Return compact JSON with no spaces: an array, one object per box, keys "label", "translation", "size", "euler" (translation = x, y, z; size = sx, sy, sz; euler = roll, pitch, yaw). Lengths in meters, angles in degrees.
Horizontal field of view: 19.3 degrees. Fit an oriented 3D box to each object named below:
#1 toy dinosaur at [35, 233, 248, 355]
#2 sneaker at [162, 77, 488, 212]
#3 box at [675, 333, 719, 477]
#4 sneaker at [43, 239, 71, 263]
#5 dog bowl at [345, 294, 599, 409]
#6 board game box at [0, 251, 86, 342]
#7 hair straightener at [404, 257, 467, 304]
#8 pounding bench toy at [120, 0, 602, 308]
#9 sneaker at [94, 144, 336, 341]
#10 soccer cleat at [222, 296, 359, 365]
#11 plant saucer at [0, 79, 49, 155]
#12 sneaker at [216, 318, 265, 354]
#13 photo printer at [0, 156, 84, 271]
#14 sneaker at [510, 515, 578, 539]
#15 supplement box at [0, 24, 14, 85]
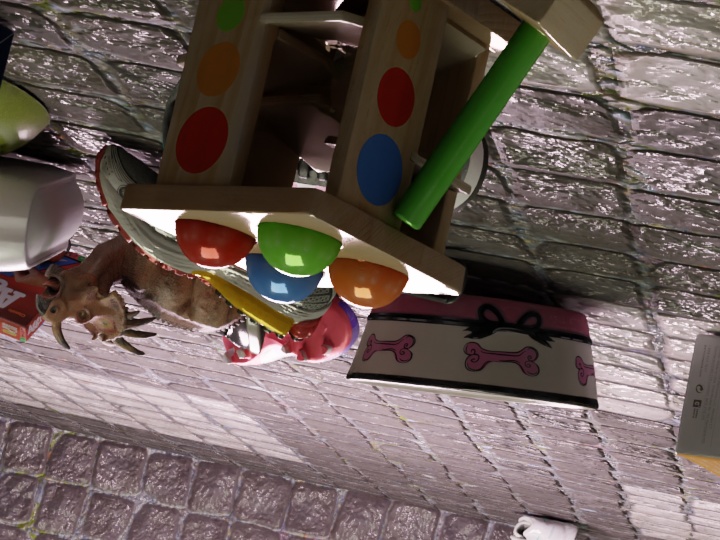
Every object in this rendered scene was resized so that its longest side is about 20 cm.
[{"label":"toy dinosaur","translation":[-0.138,0.011,1.575],"size":[0.198,0.137,0.086],"euler":[15,168,-11]},{"label":"sneaker","translation":[-0.036,-0.077,1.199],"size":[0.199,0.085,0.120],"euler":[6,176,36]},{"label":"box","translation":[0.360,0.118,1.619],"size":[0.198,0.098,0.124],"euler":[5,166,35]},{"label":"sneaker","translation":[-0.331,-0.028,1.706],"size":[0.199,0.099,0.071],"euler":[16,166,-21]},{"label":"dog bowl","translation":[0.090,0.061,1.649],"size":[0.198,0.075,0.200],"euler":[7,176,1]},{"label":"board game box","translation":[-0.336,-0.008,1.752],"size":[0.198,0.103,0.020],"euler":[19,132,15]},{"label":"hair straightener","translation":[0.000,0.000,1.603],"size":[0.199,0.041,0.077],"euler":[4,165,39]},{"label":"pounding bench toy","translation":[0.009,-0.065,1.000],"size":[0.199,0.158,0.124],"euler":[3,165,40]},{"label":"sneaker","translation":[-0.098,-0.036,1.497],"size":[0.199,0.082,0.078],"euler":[30,-158,-16]},{"label":"soccer cleat","translation":[-0.053,0.048,1.874],"size":[0.076,0.067,0.199],"euler":[-17,-178,-36]},{"label":"plant saucer","translation":[-0.310,-0.115,1.437],"size":[0.198,0.031,0.200],"euler":[12,168,3]},{"label":"sneaker","translation":[-0.125,0.021,1.736],"size":[0.105,0.076,0.200],"euler":[15,174,-4]},{"label":"photo printer","translation":[-0.292,-0.045,1.506],"size":[0.165,0.070,0.200],"euler":[8,-174,1]},{"label":"sneaker","translation":[0.259,0.395,3.145],"size":[0.080,0.071,0.200],"euler":[23,161,-5]},{"label":"supplement box","translation":[-0.339,-0.073,1.239],"size":[0.198,0.202,0.134],"euler":[5,166,33]}]
